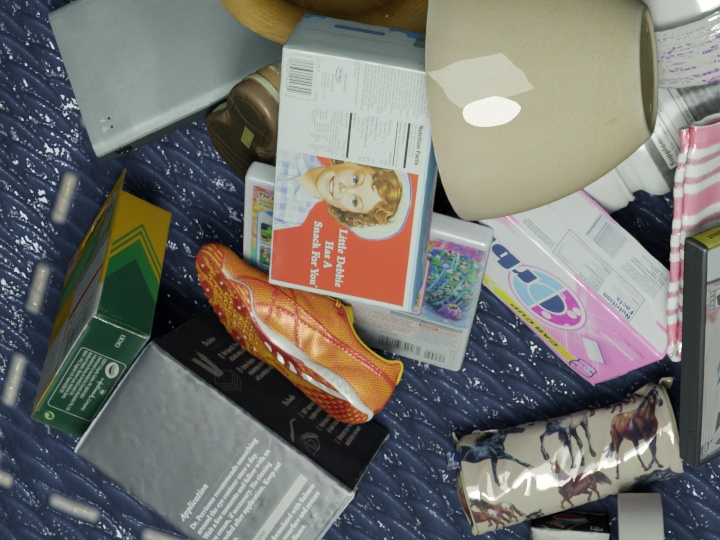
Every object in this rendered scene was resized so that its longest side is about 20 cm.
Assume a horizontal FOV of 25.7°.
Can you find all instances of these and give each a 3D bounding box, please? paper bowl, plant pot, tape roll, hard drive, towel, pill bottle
[{"bbox_3d":[0.254,-0.241,1.194,0.201,0.201,0.104,-32,128,11],"label":"paper bowl"},{"bbox_3d":[0.137,-0.136,1.114,0.134,0.200,0.201,0,97,19],"label":"plant pot"},{"bbox_3d":[0.226,0.279,1.268,0.037,0.203,0.203,-2,96,9],"label":"tape roll"},{"bbox_3d":[-0.153,-0.195,1.338,0.200,0.033,0.140,-23,76,10],"label":"hard drive"},{"bbox_3d":[0.298,-0.033,1.203,0.146,0.030,0.200,-16,119,-27],"label":"towel"},{"bbox_3d":[0.253,-0.131,1.259,0.200,0.114,0.114,-31,91,11],"label":"pill bottle"}]

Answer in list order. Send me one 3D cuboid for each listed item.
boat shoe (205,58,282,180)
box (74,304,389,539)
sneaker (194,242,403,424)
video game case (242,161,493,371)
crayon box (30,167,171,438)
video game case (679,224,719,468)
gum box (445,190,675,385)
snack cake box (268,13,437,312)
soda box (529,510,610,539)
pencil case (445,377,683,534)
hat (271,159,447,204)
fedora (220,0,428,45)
[{"bbox_3d":[-0.071,-0.127,1.283,0.076,0.200,0.072,-43,96,-16],"label":"boat shoe"},{"bbox_3d":[-0.099,0.142,1.303,0.200,0.197,0.117,37,101,3],"label":"box"},{"bbox_3d":[-0.054,0.044,1.312,0.200,0.073,0.077,41,62,1],"label":"sneaker"},{"bbox_3d":[0.000,0.000,1.300,0.200,0.024,0.182,16,144,7],"label":"video game case"},{"bbox_3d":[-0.210,0.024,1.306,0.052,0.200,0.126,24,125,-18],"label":"crayon box"},{"bbox_3d":[0.325,0.038,1.226,0.181,0.025,0.200,-21,123,-25],"label":"video game case"},{"bbox_3d":[0.167,0.002,1.270,0.200,0.113,0.066,43,65,-5],"label":"gum box"},{"bbox_3d":[-0.001,-0.077,1.164,0.115,0.067,0.200,11,122,8],"label":"snack cake box"},{"bbox_3d":[0.174,0.308,1.348,0.071,0.063,0.200,4,98,8],"label":"soda box"},{"bbox_3d":[0.175,0.153,1.322,0.200,0.078,0.090,-17,78,10],"label":"pencil case"},{"bbox_3d":[0.017,-0.117,1.280,0.200,0.201,0.081,-13,69,10],"label":"hat"},{"bbox_3d":[-0.020,-0.224,1.256,0.200,0.082,0.201,0,56,0],"label":"fedora"}]
